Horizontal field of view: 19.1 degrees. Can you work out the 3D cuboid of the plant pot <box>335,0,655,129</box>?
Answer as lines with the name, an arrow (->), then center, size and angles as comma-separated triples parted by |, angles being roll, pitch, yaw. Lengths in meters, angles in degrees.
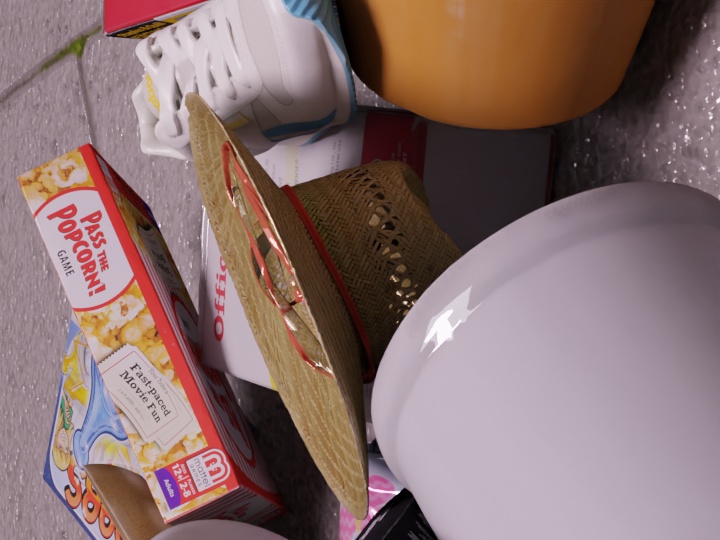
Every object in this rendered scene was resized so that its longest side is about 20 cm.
plant pot -> 0.060, -0.167, 0.889 | 0.200, 0.200, 0.184 | 51, 147, 46

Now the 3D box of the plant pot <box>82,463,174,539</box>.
plant pot -> -0.090, 0.186, 1.167 | 0.200, 0.027, 0.200 | 57, 170, 16

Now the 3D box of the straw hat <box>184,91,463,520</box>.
straw hat -> 0.000, 0.000, 0.907 | 0.201, 0.085, 0.202 | 156, 90, -80

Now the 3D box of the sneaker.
sneaker -> -0.053, -0.087, 0.947 | 0.200, 0.081, 0.077 | 133, 123, -73

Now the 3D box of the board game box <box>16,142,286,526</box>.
board game box -> -0.111, 0.045, 1.164 | 0.152, 0.046, 0.200 | 58, -173, -77

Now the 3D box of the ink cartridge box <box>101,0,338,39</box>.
ink cartridge box -> -0.049, -0.166, 1.062 | 0.200, 0.175, 0.084 | -5, 85, 59

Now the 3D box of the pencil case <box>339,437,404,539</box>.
pencil case -> 0.036, 0.174, 1.007 | 0.090, 0.083, 0.201 | 3, 92, 32

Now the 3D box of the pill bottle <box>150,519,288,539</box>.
pill bottle -> -0.085, 0.223, 1.015 | 0.112, 0.112, 0.200 | 60, 138, 40

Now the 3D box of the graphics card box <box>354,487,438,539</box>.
graphics card box -> 0.044, 0.152, 0.862 | 0.051, 0.200, 0.126 | -43, 88, 13

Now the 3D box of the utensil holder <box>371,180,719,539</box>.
utensil holder -> 0.118, 0.096, 0.790 | 0.200, 0.170, 0.170 | 61, 138, 38

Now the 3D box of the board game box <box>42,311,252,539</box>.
board game box -> -0.137, 0.115, 1.336 | 0.200, 0.034, 0.136 | 37, 121, 52

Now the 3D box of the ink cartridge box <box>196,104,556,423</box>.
ink cartridge box -> 0.002, -0.010, 1.062 | 0.200, 0.083, 0.146 | 14, 102, 58
